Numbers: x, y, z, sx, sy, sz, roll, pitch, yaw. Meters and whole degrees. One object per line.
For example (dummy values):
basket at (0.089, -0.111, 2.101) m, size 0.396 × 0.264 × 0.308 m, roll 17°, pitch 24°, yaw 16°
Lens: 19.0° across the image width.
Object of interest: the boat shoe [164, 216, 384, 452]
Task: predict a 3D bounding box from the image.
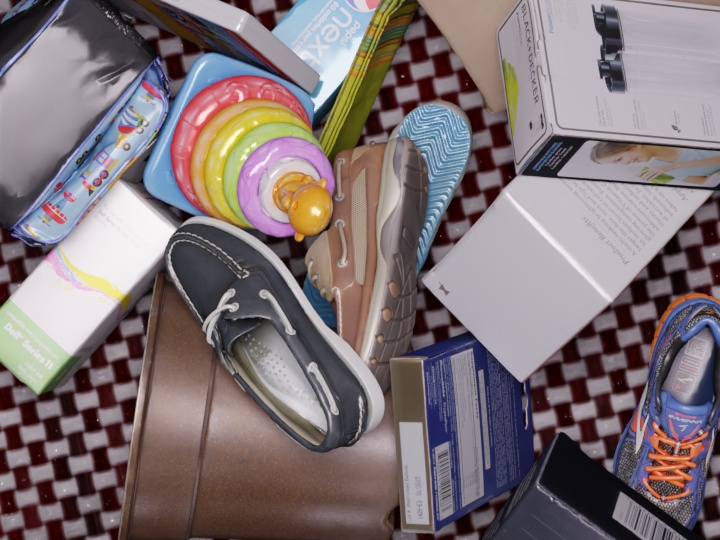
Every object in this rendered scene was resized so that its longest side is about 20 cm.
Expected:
boat shoe at (-0.069, 0.041, 1.458) m, size 0.200 × 0.060 × 0.076 m, roll 41°, pitch 125°, yaw 19°

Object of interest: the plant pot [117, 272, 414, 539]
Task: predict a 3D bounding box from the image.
plant pot at (-0.067, 0.114, 1.571) m, size 0.197 × 0.200 × 0.202 m, roll 8°, pitch 90°, yaw -4°

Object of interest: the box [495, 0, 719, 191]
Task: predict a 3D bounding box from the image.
box at (0.198, -0.121, 1.459) m, size 0.199 × 0.060 × 0.117 m, roll 3°, pitch 64°, yaw -22°

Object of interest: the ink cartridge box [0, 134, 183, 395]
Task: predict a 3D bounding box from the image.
ink cartridge box at (-0.188, -0.005, 1.608) m, size 0.067 × 0.117 × 0.200 m, roll 42°, pitch 92°, yaw 1°

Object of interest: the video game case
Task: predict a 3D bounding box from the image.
video game case at (-0.137, -0.189, 1.549) m, size 0.199 × 0.143 × 0.018 m, roll 26°, pitch 87°, yaw 23°

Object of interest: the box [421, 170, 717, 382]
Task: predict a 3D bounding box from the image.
box at (0.164, -0.042, 1.533) m, size 0.106 × 0.152 × 0.200 m, roll 45°, pitch 58°, yaw 2°

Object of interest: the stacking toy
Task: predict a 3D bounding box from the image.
stacking toy at (-0.060, -0.065, 1.477) m, size 0.109 × 0.200 × 0.117 m, roll 22°, pitch 98°, yaw -28°

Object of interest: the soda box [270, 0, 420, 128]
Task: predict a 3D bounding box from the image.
soda box at (-0.019, -0.180, 1.628) m, size 0.068 × 0.064 × 0.200 m, roll 41°, pitch 92°, yaw 3°

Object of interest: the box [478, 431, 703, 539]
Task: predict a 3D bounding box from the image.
box at (0.160, 0.265, 1.562) m, size 0.196 × 0.117 × 0.201 m, roll 35°, pitch 109°, yaw 3°

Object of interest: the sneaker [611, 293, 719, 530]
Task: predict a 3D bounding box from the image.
sneaker at (0.233, 0.115, 1.603) m, size 0.075 × 0.078 × 0.202 m, roll 10°, pitch 90°, yaw 4°

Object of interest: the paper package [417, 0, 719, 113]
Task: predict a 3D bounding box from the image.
paper package at (0.136, -0.227, 1.493) m, size 0.199 × 0.191 × 0.104 m, roll -24°, pitch 57°, yaw 13°

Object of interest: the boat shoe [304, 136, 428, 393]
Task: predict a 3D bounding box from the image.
boat shoe at (0.000, 0.000, 1.525) m, size 0.071 × 0.076 × 0.201 m, roll 1°, pitch 63°, yaw 18°

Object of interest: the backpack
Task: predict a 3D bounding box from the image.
backpack at (-0.232, -0.120, 1.583) m, size 0.134 × 0.200 × 0.183 m, roll 41°, pitch 89°, yaw -13°

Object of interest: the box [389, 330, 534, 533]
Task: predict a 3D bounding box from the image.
box at (0.076, 0.109, 1.559) m, size 0.032 × 0.200 × 0.122 m, roll -2°, pitch 95°, yaw 26°

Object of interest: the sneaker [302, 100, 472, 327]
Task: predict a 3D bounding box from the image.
sneaker at (0.026, -0.035, 1.619) m, size 0.076 × 0.081 × 0.201 m, roll 33°, pitch 103°, yaw 2°

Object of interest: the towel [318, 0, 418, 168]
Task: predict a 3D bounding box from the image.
towel at (0.002, -0.126, 1.582) m, size 0.018 × 0.086 × 0.201 m, roll 30°, pitch 113°, yaw 12°
